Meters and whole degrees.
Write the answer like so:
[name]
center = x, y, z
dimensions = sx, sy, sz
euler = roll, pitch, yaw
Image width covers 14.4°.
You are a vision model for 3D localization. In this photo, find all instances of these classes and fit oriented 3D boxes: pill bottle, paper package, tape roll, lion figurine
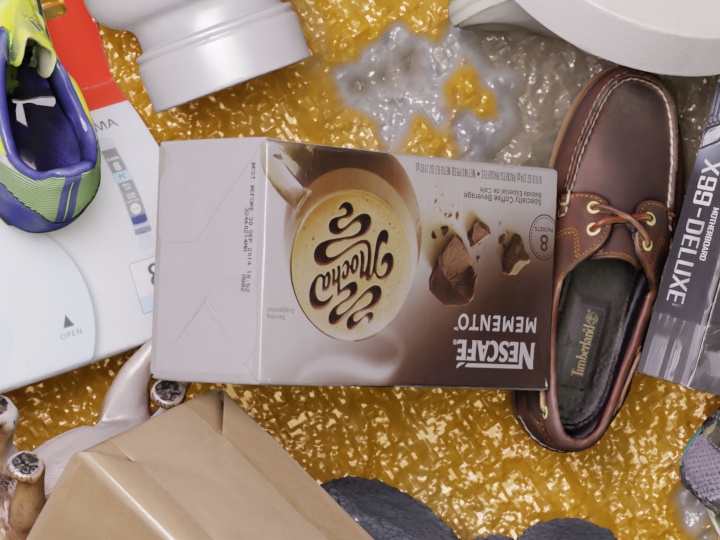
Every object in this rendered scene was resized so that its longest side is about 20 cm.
[pill bottle]
center = -0.096, -0.184, 1.388
dimensions = 0.111, 0.111, 0.201
euler = -20, 94, -5
[paper package]
center = -0.076, 0.191, 1.315
dimensions = 0.191, 0.103, 0.200
euler = 43, 124, 18
[tape roll]
center = 0.148, -0.187, 1.402
dimensions = 0.202, 0.037, 0.203
euler = 7, 58, -12
[lion figurine]
center = -0.139, 0.096, 1.371
dimensions = 0.200, 0.123, 0.073
euler = -22, 57, -29

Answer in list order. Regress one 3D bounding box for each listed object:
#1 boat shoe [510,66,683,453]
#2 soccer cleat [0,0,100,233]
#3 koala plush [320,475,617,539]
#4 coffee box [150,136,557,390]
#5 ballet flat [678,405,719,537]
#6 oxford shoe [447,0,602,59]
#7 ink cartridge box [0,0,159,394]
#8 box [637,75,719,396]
[boat shoe]
center = 0.126, -0.005, 1.441
dimensions = 0.070, 0.070, 0.201
euler = 10, 90, -7
[soccer cleat]
center = -0.170, -0.116, 1.357
dimensions = 0.065, 0.084, 0.201
euler = -15, 76, -25
[koala plush]
center = 0.040, 0.229, 1.399
dimensions = 0.177, 0.184, 0.201
euler = 12, 103, -6
[coffee box]
center = 0.000, 0.000, 1.368
dimensions = 0.200, 0.080, 0.113
euler = 4, 87, -45
[ballet flat]
center = 0.240, 0.151, 1.468
dimensions = 0.200, 0.072, 0.072
euler = 43, 87, -6
[oxford shoe]
center = 0.144, -0.129, 1.437
dimensions = 0.199, 0.075, 0.058
euler = -4, 89, -11
[ink cartridge box]
center = -0.172, -0.046, 1.391
dimensions = 0.160, 0.047, 0.201
euler = -18, 95, -26
[box]
center = 0.248, 0.000, 1.428
dimensions = 0.200, 0.050, 0.158
euler = 16, 90, -30
